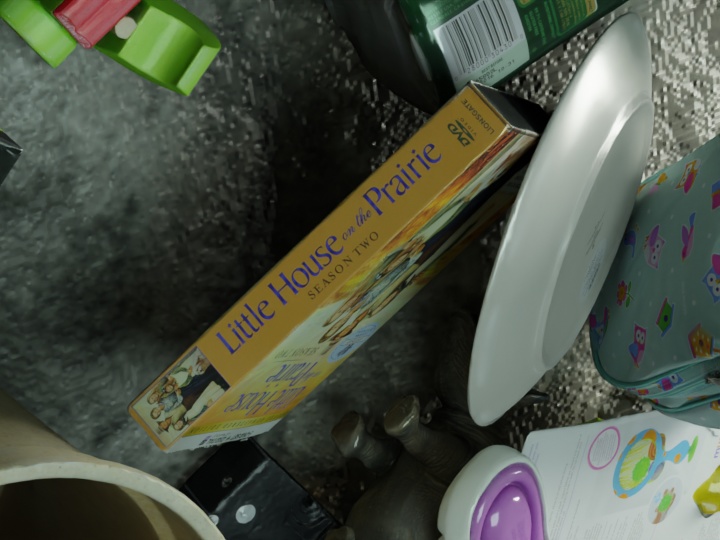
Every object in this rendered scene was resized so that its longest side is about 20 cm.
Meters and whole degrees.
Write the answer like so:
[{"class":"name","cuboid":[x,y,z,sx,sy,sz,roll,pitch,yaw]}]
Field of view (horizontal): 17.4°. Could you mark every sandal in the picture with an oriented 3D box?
[{"class":"sandal","cuboid":[0.083,0.169,1.114,0.082,0.050,0.203,-46,136,-24]}]

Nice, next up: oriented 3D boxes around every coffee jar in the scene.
[{"class":"coffee jar","cuboid":[0.086,-0.153,1.024,0.200,0.104,0.085,-32,122,-14]}]

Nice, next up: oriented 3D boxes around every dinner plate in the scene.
[{"class":"dinner plate","cuboid":[0.098,-0.019,1.070,0.200,0.024,0.200,-59,164,-30]}]

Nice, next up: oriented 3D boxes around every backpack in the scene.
[{"class":"backpack","cuboid":[0.199,0.003,1.114,0.127,0.200,0.167,21,69,-19]}]

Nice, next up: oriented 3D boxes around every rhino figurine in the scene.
[{"class":"rhino figurine","cuboid":[0.030,0.097,1.123,0.087,0.060,0.200,45,62,-31]}]

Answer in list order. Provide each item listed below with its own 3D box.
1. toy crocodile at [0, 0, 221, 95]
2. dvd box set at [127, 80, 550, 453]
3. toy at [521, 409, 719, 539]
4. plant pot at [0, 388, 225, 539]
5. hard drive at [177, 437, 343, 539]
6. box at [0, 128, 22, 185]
[{"class":"toy crocodile","cuboid":[-0.133,-0.139,0.931,0.068,0.062,0.200,-45,127,-3]},{"class":"dvd box set","cuboid":[0.000,0.000,1.019,0.200,0.029,0.146,-43,169,11]},{"class":"toy","cuboid":[0.125,0.114,1.201,0.200,0.047,0.115,-4,117,-42]},{"class":"plant pot","cuboid":[-0.174,0.125,0.963,0.200,0.183,0.200,-13,120,-24]},{"class":"hard drive","cuboid":[-0.084,0.189,1.139,0.200,0.038,0.140,-46,127,-3]},{"class":"box","cuboid":[-0.254,-0.015,0.884,0.149,0.124,0.200,31,96,-37]}]
